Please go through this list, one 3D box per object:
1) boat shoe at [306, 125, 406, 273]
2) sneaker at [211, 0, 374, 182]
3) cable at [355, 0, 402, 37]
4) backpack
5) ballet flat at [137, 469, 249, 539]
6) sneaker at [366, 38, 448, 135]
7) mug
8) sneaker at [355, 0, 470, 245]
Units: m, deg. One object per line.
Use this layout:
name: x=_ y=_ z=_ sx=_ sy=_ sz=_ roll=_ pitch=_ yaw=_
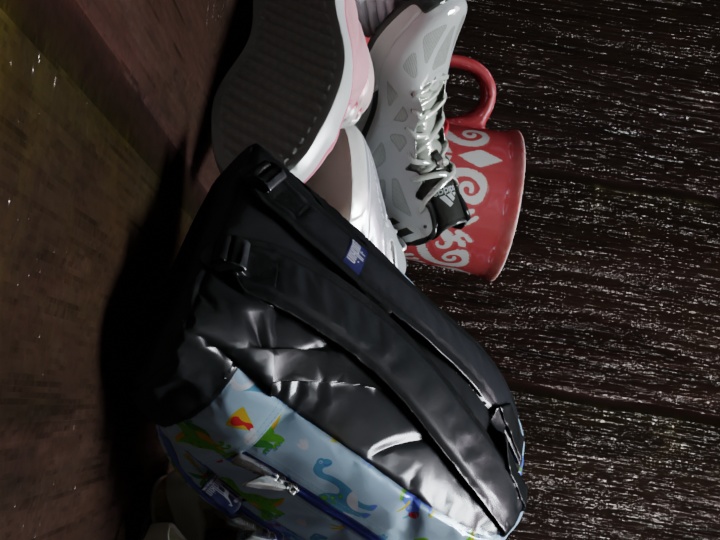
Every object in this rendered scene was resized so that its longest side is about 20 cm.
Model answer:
boat shoe: x=0.000 y=0.000 z=0.842 sx=0.072 sy=0.068 sz=0.202 roll=-8 pitch=-94 yaw=50
sneaker: x=-0.031 y=-0.097 z=0.721 sx=0.105 sy=0.075 sz=0.201 roll=71 pitch=18 yaw=-48
cable: x=0.002 y=-0.257 z=0.844 sx=0.201 sy=0.069 sz=0.201 roll=84 pitch=8 yaw=-48
backpack: x=-0.009 y=0.063 z=0.592 sx=0.154 sy=0.199 sz=0.164 roll=-54 pitch=-165 yaw=33
ballet flat: x=-0.088 y=0.143 z=0.634 sx=0.200 sy=0.074 sz=0.075 roll=-86 pitch=-176 yaw=-60
sneaker: x=0.008 y=-0.150 z=0.996 sx=0.078 sy=0.115 sz=0.202 roll=161 pitch=-67 yaw=-66
mug: x=0.031 y=-0.091 z=1.080 sx=0.134 sy=0.198 sz=0.179 roll=111 pitch=-13 yaw=-63
sneaker: x=0.050 y=-0.094 z=0.847 sx=0.075 sy=0.115 sz=0.201 roll=-27 pitch=156 yaw=-36
